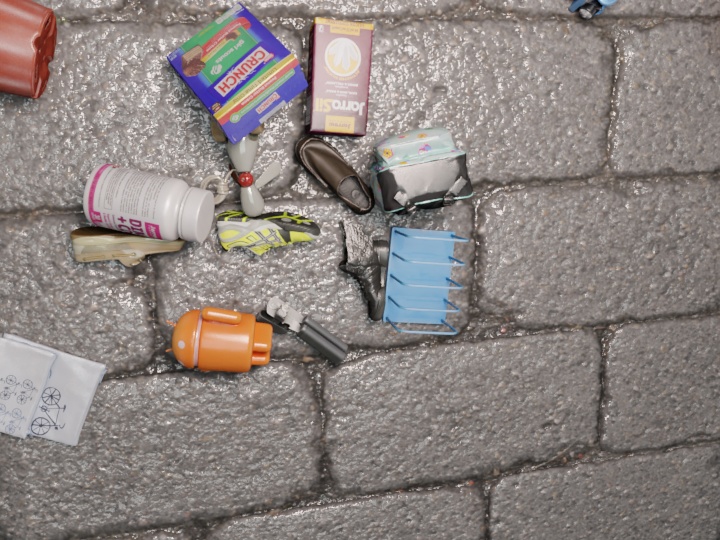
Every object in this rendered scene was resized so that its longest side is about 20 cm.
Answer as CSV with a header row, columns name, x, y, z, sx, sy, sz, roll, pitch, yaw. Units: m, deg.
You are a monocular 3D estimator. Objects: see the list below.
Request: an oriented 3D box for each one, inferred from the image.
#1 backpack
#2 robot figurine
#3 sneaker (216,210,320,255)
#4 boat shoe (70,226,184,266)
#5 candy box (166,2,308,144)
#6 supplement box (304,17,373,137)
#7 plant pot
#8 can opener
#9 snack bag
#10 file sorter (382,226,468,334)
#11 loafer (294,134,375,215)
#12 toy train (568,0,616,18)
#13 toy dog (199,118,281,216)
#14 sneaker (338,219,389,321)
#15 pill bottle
name,x,y,z,sx,sy,sz,roll,pitch,yaw
backpack,0.101,-0.186,1.093,0.175,0.200,0.154,-15,97,-4
robot figurine,-0.272,0.137,1.115,0.199,0.144,0.117,7,78,-11
sneaker,-0.177,-0.071,1.128,0.199,0.075,0.077,4,110,-4
boat shoe,-0.430,-0.044,1.079,0.199,0.072,0.065,-1,112,-11
candy box,-0.215,-0.345,1.007,0.169,0.077,0.200,-39,64,-3
supplement box,-0.042,-0.357,1.090,0.110,0.086,0.201,1,100,-12
plant pot,-0.610,-0.378,0.929,0.195,0.201,0.201,13,97,-22
can opener,-0.116,0.124,1.185,0.200,0.053,0.066,34,126,-13
snack bag,-0.616,0.238,1.113,0.199,0.021,0.189,22,94,-14
file sorter,0.132,0.022,1.173,0.138,0.123,0.201,4,99,-11
loafer,-0.041,-0.188,1.127,0.200,0.071,0.073,40,90,-15
toy train,0.485,-0.608,1.156,0.114,0.087,0.200,34,94,-6
toy dog,-0.215,-0.212,1.085,0.131,0.096,0.201,15,110,1
sneaker,0.001,0.000,1.177,0.104,0.060,0.201,4,94,-13
pill bottle,-0.372,-0.116,1.031,0.199,0.113,0.114,12,98,1
